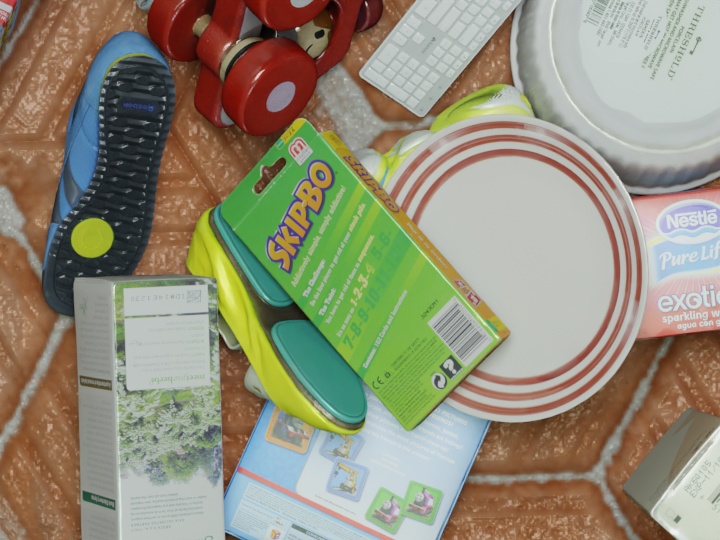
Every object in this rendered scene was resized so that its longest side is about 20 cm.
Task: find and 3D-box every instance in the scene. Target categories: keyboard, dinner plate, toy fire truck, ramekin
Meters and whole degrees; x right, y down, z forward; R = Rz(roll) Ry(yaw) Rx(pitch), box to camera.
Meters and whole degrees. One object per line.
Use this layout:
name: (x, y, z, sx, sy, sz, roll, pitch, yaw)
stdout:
keyboard: (0.074, -0.184, 1.463, 0.056, 0.011, 0.200, 29, 127, -17)
dinner plate: (0.097, -0.002, 1.425, 0.199, 0.024, 0.202, 3, 97, 28)
toy fire truck: (-0.039, -0.189, 1.438, 0.167, 0.201, 0.112, -20, 51, -36)
ramekin: (0.201, -0.153, 1.473, 0.198, 0.105, 0.202, 0, 90, 2)

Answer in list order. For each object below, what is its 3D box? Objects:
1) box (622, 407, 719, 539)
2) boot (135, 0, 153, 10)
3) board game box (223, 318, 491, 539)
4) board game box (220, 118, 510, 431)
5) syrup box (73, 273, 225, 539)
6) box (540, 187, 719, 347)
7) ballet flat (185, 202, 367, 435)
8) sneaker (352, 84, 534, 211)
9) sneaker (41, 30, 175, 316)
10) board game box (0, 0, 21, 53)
box: (0.235, 0.150, 1.420, 0.095, 0.200, 0.078, 39, 90, 1)
boot: (-0.122, -0.275, 1.481, 0.095, 0.073, 0.202, -7, 90, -36)
board game box: (0.005, 0.115, 1.507, 0.150, 0.037, 0.201, 24, 91, 3)
board game box: (0.000, 0.000, 1.442, 0.200, 0.030, 0.096, 48, 114, 8)
syrup box: (-0.143, 0.105, 1.474, 0.078, 0.081, 0.202, -3, 93, -27)
box: (0.221, -0.005, 1.473, 0.198, 0.100, 0.096, -7, 89, 2)
ballet flat: (-0.062, 0.045, 1.475, 0.067, 0.067, 0.201, -49, 59, 31)
sneaker: (0.040, -0.042, 1.491, 0.199, 0.076, 0.106, -26, 101, 13)
sneaker: (-0.177, -0.068, 1.510, 0.065, 0.078, 0.202, 10, 108, -23)
board game box: (-0.262, -0.221, 1.432, 0.199, 0.062, 0.200, -29, 74, -30)
